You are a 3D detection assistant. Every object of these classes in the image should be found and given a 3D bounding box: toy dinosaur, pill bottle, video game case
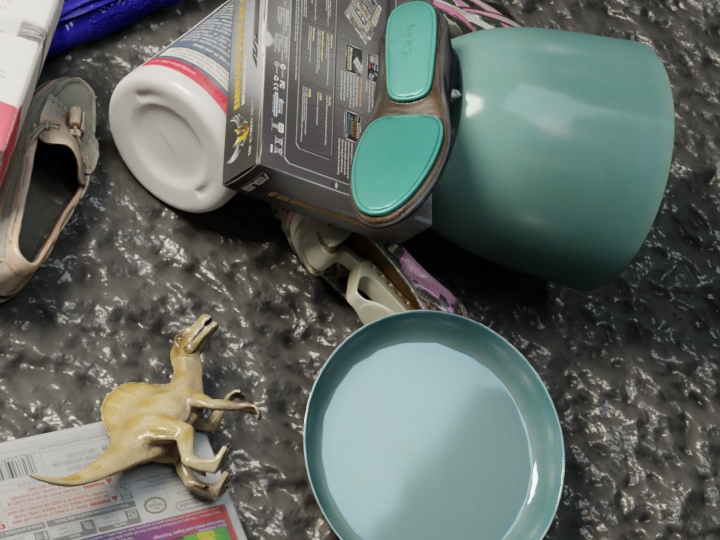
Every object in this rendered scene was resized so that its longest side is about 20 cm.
[{"bbox_3d":[-0.132,0.111,1.087,0.100,0.059,0.200,25,40,12],"label":"toy dinosaur"},{"bbox_3d":[-0.088,-0.145,1.262,0.119,0.120,0.200,40,50,6],"label":"pill bottle"},{"bbox_3d":[-0.167,0.186,1.056,0.198,0.023,0.183,-9,62,-31],"label":"video game case"}]

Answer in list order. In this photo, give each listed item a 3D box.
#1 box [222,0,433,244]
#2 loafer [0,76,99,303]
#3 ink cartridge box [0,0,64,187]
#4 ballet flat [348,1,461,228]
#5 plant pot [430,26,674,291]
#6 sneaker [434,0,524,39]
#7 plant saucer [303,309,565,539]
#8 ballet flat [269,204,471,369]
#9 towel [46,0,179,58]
[{"bbox_3d":[-0.020,-0.137,1.202,0.157,0.048,0.202,17,63,-34],"label":"box"},{"bbox_3d":[-0.222,-0.063,1.168,0.072,0.063,0.201,42,47,-30],"label":"loafer"},{"bbox_3d":[-0.295,-0.153,1.138,0.144,0.085,0.201,17,53,-9],"label":"ink cartridge box"},{"bbox_3d":[0.037,-0.098,1.158,0.072,0.073,0.201,18,55,-13],"label":"ballet flat"},{"bbox_3d":[0.122,-0.097,1.268,0.160,0.201,0.202,11,53,-22],"label":"plant pot"},{"bbox_3d":[0.129,-0.191,1.429,0.199,0.080,0.087,35,39,-6],"label":"sneaker"},{"bbox_3d":[0.051,0.128,1.168,0.198,0.027,0.202,6,71,-17],"label":"plant saucer"},{"bbox_3d":[0.000,0.000,1.233,0.200,0.069,0.071,44,32,5],"label":"ballet flat"},{"bbox_3d":[-0.252,-0.243,1.301,0.199,0.050,0.148,-30,74,-37],"label":"towel"}]
